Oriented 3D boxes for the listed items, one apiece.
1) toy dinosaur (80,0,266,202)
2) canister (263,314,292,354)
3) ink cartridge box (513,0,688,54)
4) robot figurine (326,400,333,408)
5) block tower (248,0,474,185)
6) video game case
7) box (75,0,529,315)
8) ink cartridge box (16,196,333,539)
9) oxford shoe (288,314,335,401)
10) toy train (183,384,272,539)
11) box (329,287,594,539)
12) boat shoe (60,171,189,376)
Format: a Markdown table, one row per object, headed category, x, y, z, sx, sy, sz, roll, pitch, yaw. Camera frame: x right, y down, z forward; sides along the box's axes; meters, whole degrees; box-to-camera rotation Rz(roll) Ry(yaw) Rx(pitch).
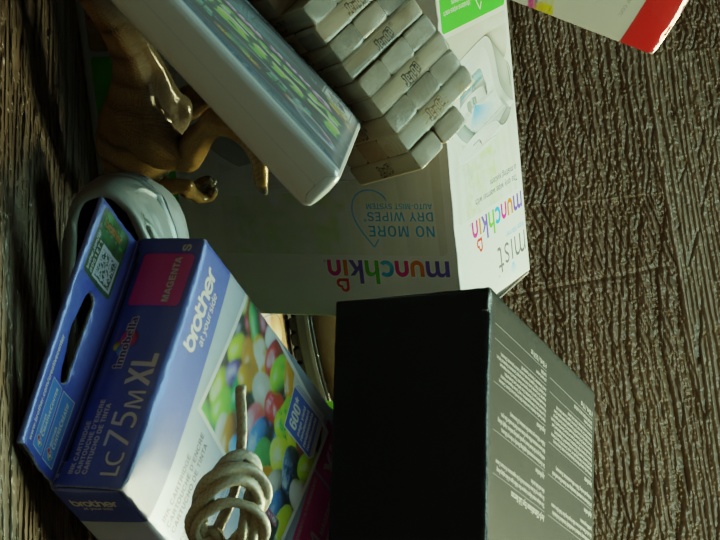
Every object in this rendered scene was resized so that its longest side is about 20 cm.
| category | x | y | z | sx | sy | sz | roll | pitch | yaw |
| --- | --- | --- | --- | --- | --- | --- | --- | --- | --- |
| toy dinosaur | -0.092 | -0.069 | 1.204 | 0.201 | 0.105 | 0.061 | 95 | -2 | -57 |
| canister | -0.070 | 0.115 | 1.505 | 0.149 | 0.086 | 0.202 | 75 | 8 | -81 |
| ink cartridge box | 0.091 | -0.174 | 1.282 | 0.067 | 0.199 | 0.116 | -59 | -151 | 25 |
| robot figurine | -0.037 | 0.135 | 1.316 | 0.200 | 0.175 | 0.116 | -28 | 152 | -54 |
| block tower | -0.030 | -0.135 | 1.211 | 0.200 | 0.054 | 0.058 | 53 | -30 | -15 |
| video game case | -0.076 | -0.117 | 1.111 | 0.200 | 0.023 | 0.182 | 47 | 9 | -5 |
| box | -0.027 | -0.073 | 1.351 | 0.097 | 0.199 | 0.178 | -31 | 120 | -61 |
| ink cartridge box | -0.067 | 0.072 | 1.120 | 0.200 | 0.042 | 0.120 | 54 | 45 | -46 |
| oxford shoe | 0.000 | 0.000 | 1.517 | 0.073 | 0.084 | 0.202 | -65 | 155 | -83 |
| toy train | -0.074 | 0.151 | 1.008 | 0.116 | 0.084 | 0.202 | -39 | 136 | -72 |
| box | 0.051 | 0.103 | 1.242 | 0.200 | 0.078 | 0.142 | 42 | 45 | -66 |
| boat shoe | -0.094 | 0.058 | 1.174 | 0.066 | 0.071 | 0.202 | -26 | 111 | -80 |
